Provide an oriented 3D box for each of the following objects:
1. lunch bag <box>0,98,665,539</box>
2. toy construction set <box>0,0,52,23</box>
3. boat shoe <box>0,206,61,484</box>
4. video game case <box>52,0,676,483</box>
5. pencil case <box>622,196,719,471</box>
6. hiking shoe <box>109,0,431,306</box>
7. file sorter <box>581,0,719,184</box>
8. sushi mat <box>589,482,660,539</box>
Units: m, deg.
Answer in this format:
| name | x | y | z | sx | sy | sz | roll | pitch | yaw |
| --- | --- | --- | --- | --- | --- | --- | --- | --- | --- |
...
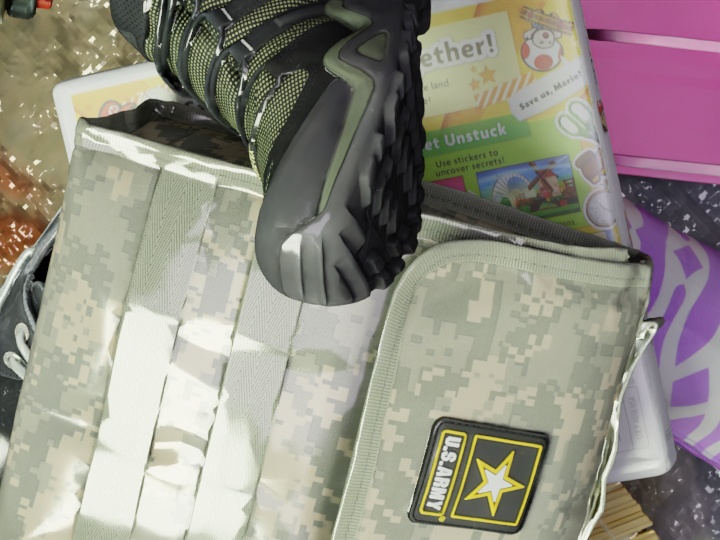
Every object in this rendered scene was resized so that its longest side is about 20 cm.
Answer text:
| name | x | y | z | sx | sy | sz | roll | pitch | yaw |
| --- | --- | --- | --- | --- | --- | --- | --- | --- | --- |
| lunch bag | -0.009 | 0.048 | 0.825 | 0.199 | 0.118 | 0.165 | 16 | 101 | 7 |
| toy construction set | -0.141 | -0.161 | 0.898 | 0.092 | 0.131 | 0.201 | 23 | 77 | -3 |
| boat shoe | -0.113 | 0.025 | 0.953 | 0.072 | 0.068 | 0.201 | 34 | 92 | -5 |
| video game case | 0.000 | 0.000 | 0.885 | 0.199 | 0.023 | 0.183 | -11 | 96 | 18 |
| pencil case | 0.134 | 0.039 | 0.943 | 0.199 | 0.084 | 0.086 | 31 | 85 | -18 |
| hiking shoe | -0.030 | -0.063 | 0.761 | 0.100 | 0.201 | 0.076 | -1 | 133 | 6 |
| file sorter | 0.153 | -0.131 | 0.927 | 0.138 | 0.125 | 0.201 | 6 | 94 | -4 |
| sushi mat | 0.022 | 0.135 | 0.942 | 0.199 | 0.012 | 0.096 | -24 | 125 | 11 |
